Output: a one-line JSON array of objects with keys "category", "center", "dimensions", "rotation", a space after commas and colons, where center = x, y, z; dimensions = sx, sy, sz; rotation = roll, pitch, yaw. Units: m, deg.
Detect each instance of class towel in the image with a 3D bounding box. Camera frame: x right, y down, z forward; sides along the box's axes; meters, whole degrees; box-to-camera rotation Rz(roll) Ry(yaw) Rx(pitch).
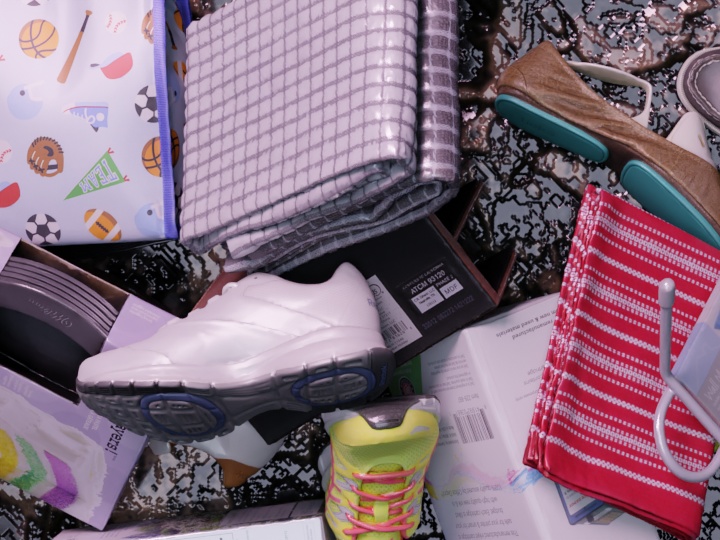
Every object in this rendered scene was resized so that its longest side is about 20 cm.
[{"category": "towel", "center": [-0.022, -0.097, 1.428], "dimensions": [0.199, 0.085, 0.167], "rotation": [-23, 58, 42]}, {"category": "towel", "center": [0.182, 0.060, 1.493], "dimensions": [0.144, 0.022, 0.201], "rotation": [26, 67, -27]}]

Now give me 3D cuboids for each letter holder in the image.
[{"category": "letter holder", "center": [0.000, 0.000, 1.533], "dimensions": [0.199, 0.142, 0.101], "rotation": [-33, 104, 28]}]

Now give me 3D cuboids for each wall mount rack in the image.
[{"category": "wall mount rack", "center": [0.242, 0.030, 1.483], "dimensions": [0.174, 0.074, 0.201], "rotation": [47, 54, -22]}]

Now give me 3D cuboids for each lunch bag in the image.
[{"category": "lunch bag", "center": [-0.195, -0.123, 1.544], "dimensions": [0.168, 0.124, 0.202], "rotation": [-4, 101, 7]}]

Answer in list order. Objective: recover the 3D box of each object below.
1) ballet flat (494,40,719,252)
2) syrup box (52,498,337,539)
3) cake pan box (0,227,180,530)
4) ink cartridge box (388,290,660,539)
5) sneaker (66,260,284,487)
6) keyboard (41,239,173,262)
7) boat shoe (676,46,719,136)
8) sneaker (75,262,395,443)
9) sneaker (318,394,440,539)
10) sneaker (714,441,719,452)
[{"category": "ballet flat", "center": [0.186, -0.090, 1.574], "dimensions": [0.199, 0.068, 0.073], "rotation": [34, 75, 6]}, {"category": "syrup box", "center": [-0.114, 0.212, 1.595], "dimensions": [0.198, 0.079, 0.082], "rotation": [-8, 93, 4]}, {"category": "cake pan box", "center": [-0.217, 0.065, 1.539], "dimensions": [0.183, 0.052, 0.200], "rotation": [27, 136, -4]}, {"category": "ink cartridge box", "center": [0.105, 0.127, 1.534], "dimensions": [0.087, 0.145, 0.201], "rotation": [-19, 90, -26]}, {"category": "sneaker", "center": [-0.145, 0.075, 1.594], "dimensions": [0.199, 0.073, 0.085], "rotation": [37, 104, 7]}, {"category": "keyboard", "center": [-0.154, -0.081, 1.613], "dimensions": [0.198, 0.021, 0.128], "rotation": [-11, 93, 4]}, {"category": "boat shoe", "center": [0.310, -0.102, 1.558], "dimensions": [0.200, 0.061, 0.072], "rotation": [19, 94, 3]}, {"category": "sneaker", "center": [-0.078, 0.050, 1.439], "dimensions": [0.198, 0.075, 0.088], "rotation": [-9, 57, 3]}, {"category": "sneaker", "center": [0.014, 0.140, 1.510], "dimensions": [0.077, 0.200, 0.091], "rotation": [-3, 68, -4]}, {"category": "sneaker", "center": [0.246, 0.075, 1.564], "dimensions": [0.198, 0.076, 0.106], "rotation": [0, 92, 5]}]
